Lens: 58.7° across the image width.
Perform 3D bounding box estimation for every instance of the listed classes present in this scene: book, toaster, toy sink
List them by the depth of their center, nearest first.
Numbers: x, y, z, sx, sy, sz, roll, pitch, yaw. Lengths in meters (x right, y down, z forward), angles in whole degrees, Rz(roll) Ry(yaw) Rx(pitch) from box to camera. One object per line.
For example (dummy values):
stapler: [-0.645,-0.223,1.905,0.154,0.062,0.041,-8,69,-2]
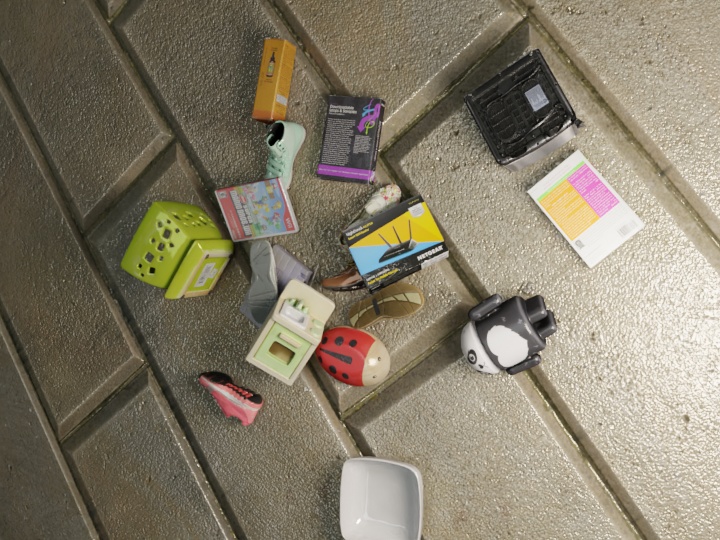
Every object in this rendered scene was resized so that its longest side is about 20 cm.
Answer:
book: [0.454,-0.124,1.295,0.133,0.048,0.201,-40,74,17]
toaster: [0.338,-0.315,1.312,0.180,0.118,0.202,-31,76,22]
toy sink: [-0.163,0.145,1.511,0.129,0.112,0.201,32,108,-9]

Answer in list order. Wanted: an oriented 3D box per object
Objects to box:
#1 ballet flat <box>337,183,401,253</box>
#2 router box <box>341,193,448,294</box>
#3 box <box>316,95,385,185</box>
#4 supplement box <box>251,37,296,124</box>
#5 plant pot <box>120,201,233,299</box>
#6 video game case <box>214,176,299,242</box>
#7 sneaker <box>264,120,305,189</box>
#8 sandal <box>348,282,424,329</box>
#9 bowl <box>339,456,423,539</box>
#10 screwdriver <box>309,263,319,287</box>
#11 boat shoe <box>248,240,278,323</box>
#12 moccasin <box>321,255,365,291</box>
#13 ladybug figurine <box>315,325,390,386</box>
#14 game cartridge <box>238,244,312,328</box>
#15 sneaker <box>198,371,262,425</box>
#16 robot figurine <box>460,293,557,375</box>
ballet flat: [0.019,-0.118,1.490,0.076,0.064,0.201,45,106,20]
router box: [0.077,-0.059,1.427,0.198,0.051,0.151,-26,73,0]
box: [-0.022,-0.312,1.530,0.141,0.036,0.204,11,95,24]
supplement box: [-0.216,-0.473,1.609,0.066,0.069,0.203,12,96,24]
plant pot: [-0.456,-0.041,1.646,0.181,0.199,0.201,37,104,15]
video game case: [-0.262,-0.151,1.615,0.197,0.017,0.145,-7,113,25]
sneaker: [-0.213,-0.274,1.573,0.073,0.118,0.203,25,101,22]
sandal: [0.062,0.084,1.473,0.198,0.054,0.082,-23,70,30]
bowl: [0.056,0.522,1.453,0.197,0.074,0.203,1,90,26]
screwdriver: [-0.139,0.076,1.583,0.029,0.028,0.203,24,98,53]
boat shoe: [-0.237,0.028,1.582,0.073,0.065,0.206,-4,93,6]
moccasin: [-0.001,0.000,1.491,0.199,0.073,0.079,-18,79,23]
ladybug figurine: [-0.028,0.201,1.500,0.197,0.072,0.138,13,95,25]
game cartridge: [-0.216,0.052,1.616,0.129,0.038,0.202,37,104,25]
sneaker: [-0.347,0.331,1.649,0.198,0.073,0.088,25,101,23]
robot figurine: [0.301,0.132,1.316,0.199,0.124,0.152,-31,69,21]
